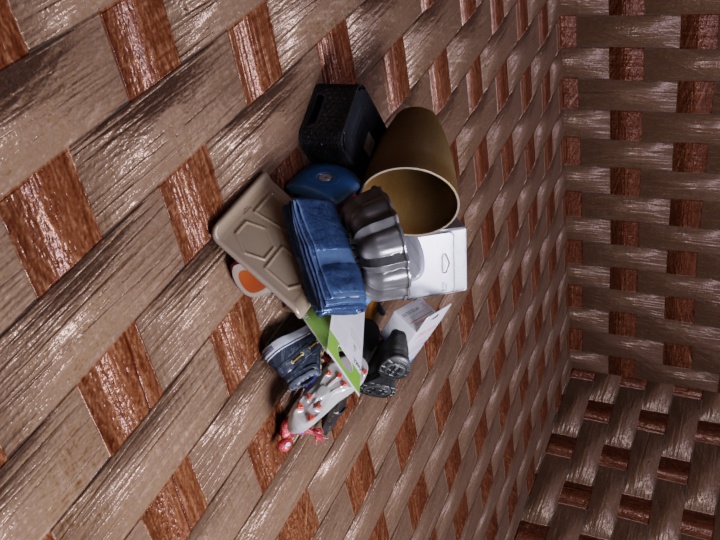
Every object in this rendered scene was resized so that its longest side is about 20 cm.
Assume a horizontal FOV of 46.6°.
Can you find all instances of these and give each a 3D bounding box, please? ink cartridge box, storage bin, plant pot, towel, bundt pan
[{"bbox_3d":[-0.053,0.098,1.442,0.149,0.074,0.203,60,26,-45],"label":"ink cartridge box"},{"bbox_3d":[-0.023,-0.243,1.577,0.200,0.092,0.137,51,51,-56],"label":"storage bin"},{"bbox_3d":[0.099,-0.201,1.565,0.188,0.183,0.203,64,28,-49],"label":"plant pot"},{"bbox_3d":[-0.054,-0.025,1.356,0.110,0.048,0.203,-1,64,-43],"label":"towel"},{"bbox_3d":[0.131,-0.051,1.791,0.200,0.142,0.148,-122,-155,-63],"label":"ink cartridge box"},{"bbox_3d":[0.092,0.131,1.724,0.115,0.068,0.201,-23,150,-55],"label":"ink cartridge box"},{"bbox_3d":[0.017,-0.038,1.425,0.202,0.074,0.206,164,-90,-77],"label":"bundt pan"}]

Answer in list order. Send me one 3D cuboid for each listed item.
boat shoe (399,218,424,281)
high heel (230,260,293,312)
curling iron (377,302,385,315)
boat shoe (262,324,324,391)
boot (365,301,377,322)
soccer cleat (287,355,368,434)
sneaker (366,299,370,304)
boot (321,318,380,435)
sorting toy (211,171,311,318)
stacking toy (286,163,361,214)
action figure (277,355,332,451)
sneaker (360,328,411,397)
[{"bbox_3d":[0.074,-0.064,1.633,0.202,0.071,0.071,64,11,24],"label":"boat shoe"},{"bbox_3d":[-0.160,-0.002,1.416,0.200,0.066,0.098,43,30,-56],"label":"high heel"},{"bbox_3d":[0.023,0.044,1.807,0.026,0.049,0.201,-55,149,-24],"label":"curling iron"},{"bbox_3d":[-0.093,0.152,1.518,0.092,0.071,0.199,55,35,8],"label":"boat shoe"},{"bbox_3d":[0.020,0.076,1.741,0.200,0.070,0.146,17,99,-57],"label":"boot"},{"bbox_3d":[-0.063,0.221,1.519,0.199,0.069,0.078,-38,172,-38],"label":"soccer cleat"},{"bbox_3d":[0.000,0.000,1.620,0.075,0.105,0.201,36,20,-19],"label":"sneaker"},{"bbox_3d":[-0.031,0.210,1.674,0.175,0.068,0.202,111,4,-50],"label":"boot"},{"bbox_3d":[-0.131,-0.042,1.361,0.200,0.036,0.186,45,43,-10],"label":"sorting toy"},{"bbox_3d":[-0.067,-0.084,1.536,0.110,0.114,0.203,-46,148,-47],"label":"stacking toy"},{"bbox_3d":[-0.085,0.265,1.569,0.201,0.098,0.066,-59,173,-36],"label":"action figure"},{"bbox_3d":[0.050,0.187,1.657,0.200,0.075,0.092,129,-27,-50],"label":"sneaker"}]
